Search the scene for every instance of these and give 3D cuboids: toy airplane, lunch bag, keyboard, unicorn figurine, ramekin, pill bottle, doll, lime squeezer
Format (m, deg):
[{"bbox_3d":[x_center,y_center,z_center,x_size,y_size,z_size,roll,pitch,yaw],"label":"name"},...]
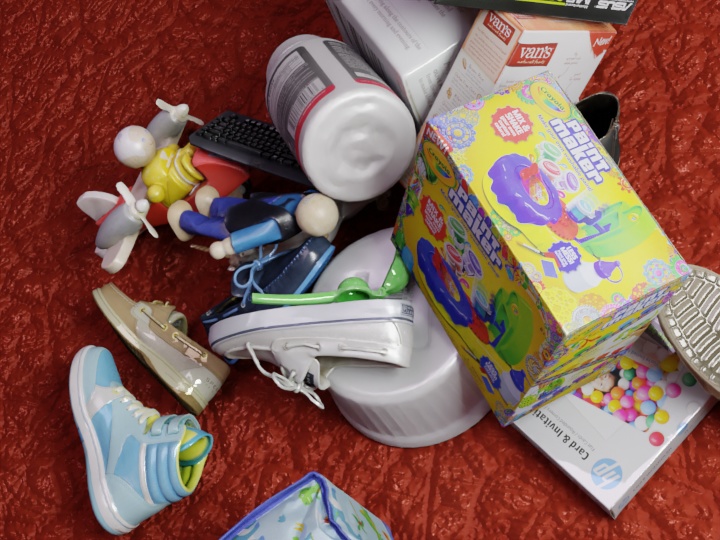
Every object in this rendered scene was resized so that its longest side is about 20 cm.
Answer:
[{"bbox_3d":[-0.232,-0.097,1.253,0.199,0.142,0.200,-40,38,-12],"label":"toy airplane"},{"bbox_3d":[-0.063,0.289,0.973,0.199,0.170,0.128,-34,54,4],"label":"lunch bag"},{"bbox_3d":[-0.069,-0.135,1.186,0.199,0.021,0.127,22,39,29],"label":"keyboard"},{"bbox_3d":[-0.054,-0.042,1.182,0.199,0.074,0.137,-33,17,-26],"label":"unicorn figurine"},{"bbox_3d":[0.042,0.057,1.087,0.198,0.098,0.203,-9,62,18],"label":"ramekin"},{"bbox_3d":[-0.029,-0.156,1.097,0.110,0.111,0.200,-36,35,3],"label":"pill bottle"},{"bbox_3d":[-0.099,-0.049,1.098,0.199,0.049,0.136,3,28,41],"label":"doll"},{"bbox_3d":[0.000,0.000,1.029,0.199,0.038,0.071,-33,92,-24],"label":"lime squeezer"}]

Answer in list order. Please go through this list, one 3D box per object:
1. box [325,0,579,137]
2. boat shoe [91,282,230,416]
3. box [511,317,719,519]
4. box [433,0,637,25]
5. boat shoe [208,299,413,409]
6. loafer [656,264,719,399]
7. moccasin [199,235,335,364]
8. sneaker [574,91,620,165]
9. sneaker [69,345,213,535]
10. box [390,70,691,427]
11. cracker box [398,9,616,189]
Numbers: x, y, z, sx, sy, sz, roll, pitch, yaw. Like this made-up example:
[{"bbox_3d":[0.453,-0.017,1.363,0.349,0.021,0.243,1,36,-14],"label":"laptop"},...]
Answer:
[{"bbox_3d":[0.088,-0.235,1.146,0.170,0.200,0.200,-34,56,-1],"label":"box"},{"bbox_3d":[-0.210,0.071,1.209,0.066,0.074,0.200,-41,59,-14],"label":"boat shoe"},{"bbox_3d":[0.233,0.092,1.020,0.200,0.041,0.156,-47,59,-3],"label":"box"},{"bbox_3d":[0.122,-0.295,1.003,0.191,0.048,0.201,2,44,-24],"label":"box"},{"bbox_3d":[-0.045,0.080,1.020,0.200,0.075,0.087,-6,76,19],"label":"boat shoe"},{"bbox_3d":[0.309,0.078,0.934,0.076,0.068,0.200,-43,92,-6],"label":"loafer"},{"bbox_3d":[-0.102,0.023,1.122,0.068,0.080,0.200,45,126,-1],"label":"moccasin"},{"bbox_3d":[0.182,-0.071,1.071,0.074,0.106,0.201,23,70,18],"label":"sneaker"},{"bbox_3d":[-0.217,0.153,1.163,0.129,0.079,0.202,-24,68,13],"label":"sneaker"},{"bbox_3d":[0.136,-0.014,0.936,0.121,0.193,0.201,-23,68,-19],"label":"box"},{"bbox_3d":[0.132,-0.150,1.046,0.058,0.133,0.201,49,131,30],"label":"cracker box"}]
